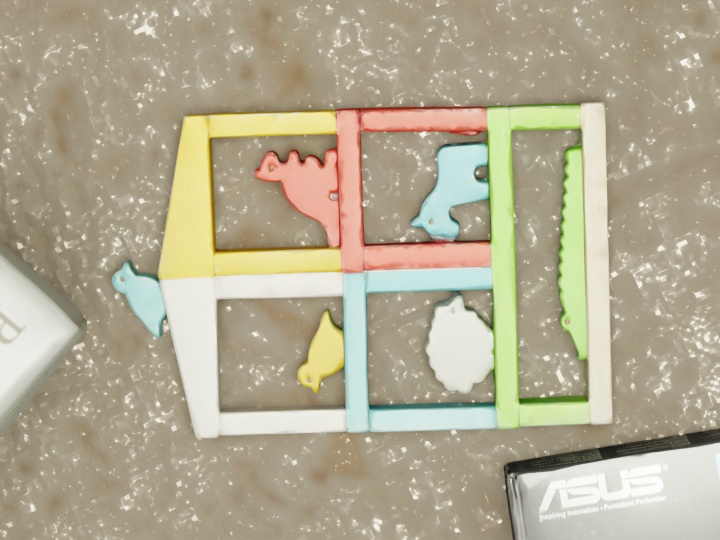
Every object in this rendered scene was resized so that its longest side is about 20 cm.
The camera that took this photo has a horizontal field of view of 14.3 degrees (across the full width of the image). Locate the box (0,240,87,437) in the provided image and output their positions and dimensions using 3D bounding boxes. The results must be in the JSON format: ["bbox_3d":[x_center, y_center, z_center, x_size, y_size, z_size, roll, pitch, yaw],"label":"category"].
[{"bbox_3d":[-0.226,0.041,1.066,0.171,0.200,0.199,40,86,-4],"label":"box"}]

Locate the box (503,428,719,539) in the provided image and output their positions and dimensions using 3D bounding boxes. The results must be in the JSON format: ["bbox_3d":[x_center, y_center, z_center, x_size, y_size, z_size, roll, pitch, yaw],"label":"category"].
[{"bbox_3d":[0.167,0.141,1.151,0.200,0.049,0.162,-9,92,2],"label":"box"}]

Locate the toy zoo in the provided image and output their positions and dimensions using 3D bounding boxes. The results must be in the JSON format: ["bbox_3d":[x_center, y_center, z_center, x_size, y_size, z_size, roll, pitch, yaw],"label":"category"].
[{"bbox_3d":[0.000,0.000,1.156,0.200,0.020,0.132,-1,95,1],"label":"toy zoo"}]
